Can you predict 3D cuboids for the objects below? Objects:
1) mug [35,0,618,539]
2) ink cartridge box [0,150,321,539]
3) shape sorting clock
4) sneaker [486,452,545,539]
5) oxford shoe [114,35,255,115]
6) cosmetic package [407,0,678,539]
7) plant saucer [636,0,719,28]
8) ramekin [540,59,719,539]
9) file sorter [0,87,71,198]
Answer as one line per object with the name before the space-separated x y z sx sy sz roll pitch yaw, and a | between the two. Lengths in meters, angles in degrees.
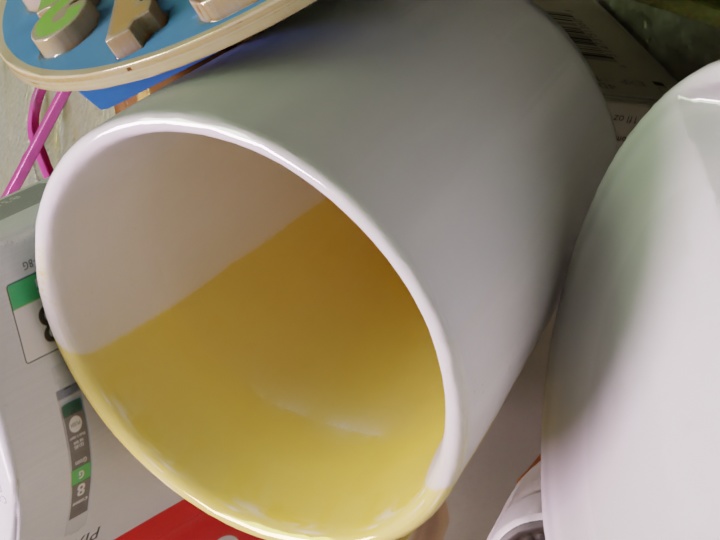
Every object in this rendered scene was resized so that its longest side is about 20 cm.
mug | -0.004 -0.008 0.933 0.153 0.149 0.187 -46 -5 -43
ink cartridge box | -0.061 0.060 0.984 0.050 0.161 0.201 2 112 45
shape sorting clock | -0.029 -0.124 0.925 0.200 0.039 0.200 -25 32 17
sneaker | 0.065 0.144 1.028 0.085 0.073 0.201 -65 -10 -58
oxford shoe | -0.018 -0.059 1.103 0.071 0.200 0.071 -26 82 40
cosmetic package | 0.043 0.007 1.073 0.105 0.071 0.201 -128 48 -55
plant saucer | 0.074 -0.201 0.978 0.199 0.048 0.201 21 111 28
ramekin | 0.135 0.044 0.829 0.202 0.094 0.203 -175 90 -67
file sorter | -0.098 -0.079 1.224 0.126 0.200 0.139 -60 31 20
